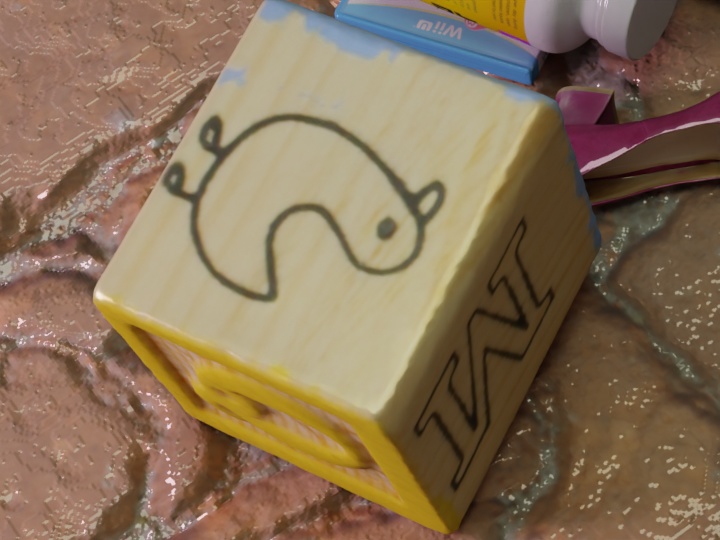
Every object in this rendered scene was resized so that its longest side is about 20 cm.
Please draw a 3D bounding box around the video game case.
[{"bbox_3d":[0.088,-0.222,1.535,0.142,0.018,0.201,18,64,20],"label":"video game case"}]

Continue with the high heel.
[{"bbox_3d":[0.191,-0.062,1.383,0.199,0.068,0.096,10,53,21],"label":"high heel"}]

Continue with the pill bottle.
[{"bbox_3d":[0.097,-0.200,1.448,0.199,0.104,0.104,25,66,24],"label":"pill bottle"}]

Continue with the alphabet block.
[{"bbox_3d":[0.000,0.000,1.297,0.194,0.197,0.201,21,73,24],"label":"alphabet block"}]
